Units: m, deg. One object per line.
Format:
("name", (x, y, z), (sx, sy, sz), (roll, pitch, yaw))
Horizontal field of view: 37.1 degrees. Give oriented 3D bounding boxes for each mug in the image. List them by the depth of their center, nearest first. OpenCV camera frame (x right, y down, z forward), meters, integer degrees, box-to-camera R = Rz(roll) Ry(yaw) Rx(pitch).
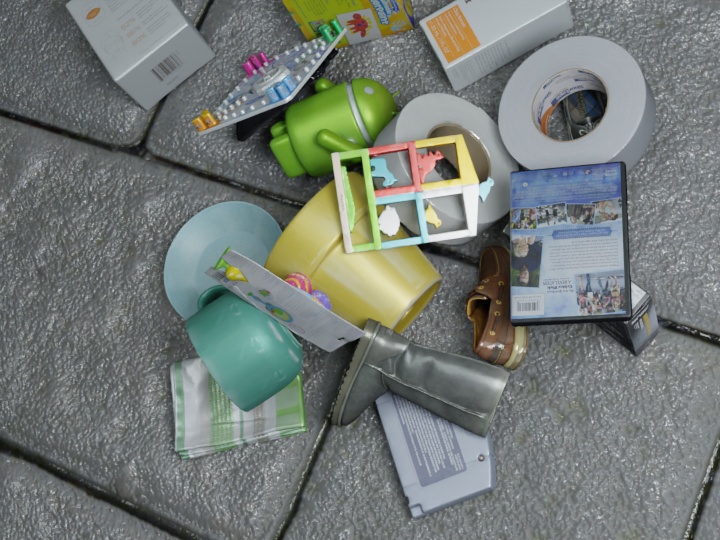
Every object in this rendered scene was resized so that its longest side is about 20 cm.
("mug", (-0.157, 0.086, 1.469), (0.114, 0.152, 0.185), (-33, 81, 2))

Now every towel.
("towel", (-0.178, 0.180, 1.539), (0.200, 0.031, 0.150), (-15, 67, 14))

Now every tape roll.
("tape roll", (0.289, -0.209, 1.436), (0.200, 0.066, 0.201), (-9, 70, 27))
("tape roll", (0.117, -0.140, 1.463), (0.071, 0.202, 0.203), (-42, 51, 52))

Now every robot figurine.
("robot figurine", (-0.032, -0.211, 1.582), (0.200, 0.116, 0.176), (-20, 34, 12))

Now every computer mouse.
("computer mouse", (-0.120, -0.285, 1.656), (0.200, 0.046, 0.141), (-33, 18, 33))

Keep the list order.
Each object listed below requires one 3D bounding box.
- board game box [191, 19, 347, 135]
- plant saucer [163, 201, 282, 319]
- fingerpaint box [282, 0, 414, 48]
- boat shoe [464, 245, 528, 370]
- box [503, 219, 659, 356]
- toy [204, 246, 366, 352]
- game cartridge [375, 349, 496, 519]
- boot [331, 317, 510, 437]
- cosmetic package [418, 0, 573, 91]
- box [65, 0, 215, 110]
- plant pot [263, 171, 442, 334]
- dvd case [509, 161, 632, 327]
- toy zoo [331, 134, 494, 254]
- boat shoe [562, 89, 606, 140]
("board game box", (-0.138, -0.291, 1.609), (0.200, 0.026, 0.200), (-13, 33, 40))
("plant saucer", (-0.198, -0.004, 1.609), (0.200, 0.039, 0.202), (-6, 68, 16))
("fingerpaint box", (-0.026, -0.425, 1.612), (0.166, 0.200, 0.074), (-11, 67, 16))
("boat shoe", (0.174, 0.039, 1.411), (0.067, 0.072, 0.200), (13, 45, -13))
("box", (0.284, 0.014, 1.366), (0.200, 0.158, 0.048), (41, 88, 27))
("toy", (-0.092, 0.028, 1.367), (0.200, 0.115, 0.047), (30, 65, -15))
("game cartridge", (0.101, 0.213, 1.426), (0.133, 0.041, 0.200), (-24, 65, 14))
("boot", (0.075, 0.165, 1.394), (0.200, 0.073, 0.182), (22, 122, 0))
("cosmetic package", (0.200, -0.364, 1.583), (0.200, 0.071, 0.102), (-29, 64, 7))
("box", (-0.364, -0.397, 1.773), (0.152, 0.106, 0.200), (-37, 63, 4))
("plant pot", (0.000, 0.000, 1.463), (0.189, 0.201, 0.201), (41, 88, 11))
("dvd case", (0.252, -0.032, 1.296), (0.142, 0.018, 0.201), (-4, 70, 18))
("toy zoo", (0.070, -0.099, 1.364), (0.199, 0.020, 0.132), (-9, 90, 0))
("boat shoe", (0.316, -0.195, 1.488), (0.068, 0.057, 0.200), (-17, 66, 13))
